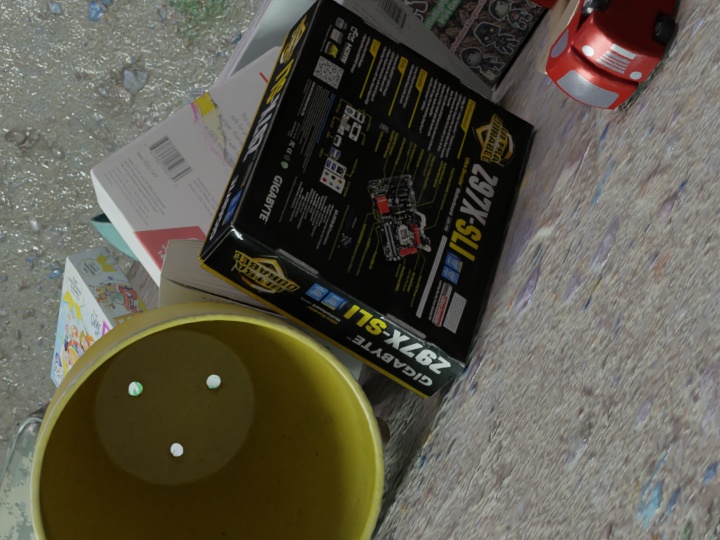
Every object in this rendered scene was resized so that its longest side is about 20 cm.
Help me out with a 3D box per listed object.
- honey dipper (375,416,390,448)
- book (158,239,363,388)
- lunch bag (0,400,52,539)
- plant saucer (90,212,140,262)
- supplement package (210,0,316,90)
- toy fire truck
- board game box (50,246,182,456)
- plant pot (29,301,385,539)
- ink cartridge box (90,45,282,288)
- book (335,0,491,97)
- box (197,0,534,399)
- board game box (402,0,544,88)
[{"bbox_3d":[-0.034,0.152,1.389,0.200,0.038,0.038,-53,14,38],"label":"honey dipper"},{"bbox_3d":[-0.062,0.039,1.409,0.200,0.133,0.048,105,178,-69],"label":"book"},{"bbox_3d":[-0.214,0.195,1.869,0.168,0.139,0.201,-32,-36,-64],"label":"lunch bag"},{"bbox_3d":[-0.099,-0.033,1.659,0.200,0.199,0.036,-144,47,-80],"label":"plant saucer"},{"bbox_3d":[-0.022,-0.146,1.748,0.200,0.155,0.111,-55,10,38],"label":"supplement package"},{"bbox_3d":[0.133,-0.152,1.267,0.141,0.049,0.201,-53,15,48],"label":"toy fire truck"},{"bbox_3d":[-0.164,0.099,1.642,0.200,0.034,0.135,53,145,33],"label":"board game box"},{"bbox_3d":[-0.099,0.101,1.304,0.201,0.199,0.142,-62,19,7],"label":"plant pot"},{"bbox_3d":[-0.070,-0.069,1.534,0.200,0.117,0.068,-34,-14,-11],"label":"ink cartridge box"},{"bbox_3d":[0.014,-0.093,1.435,0.048,0.134,0.200,-30,27,36],"label":"book"},{"bbox_3d":[0.008,-0.047,1.311,0.049,0.159,0.201,-42,23,46],"label":"box"},{"bbox_3d":[0.037,-0.246,1.577,0.097,0.199,0.160,-56,11,33],"label":"board game box"}]
